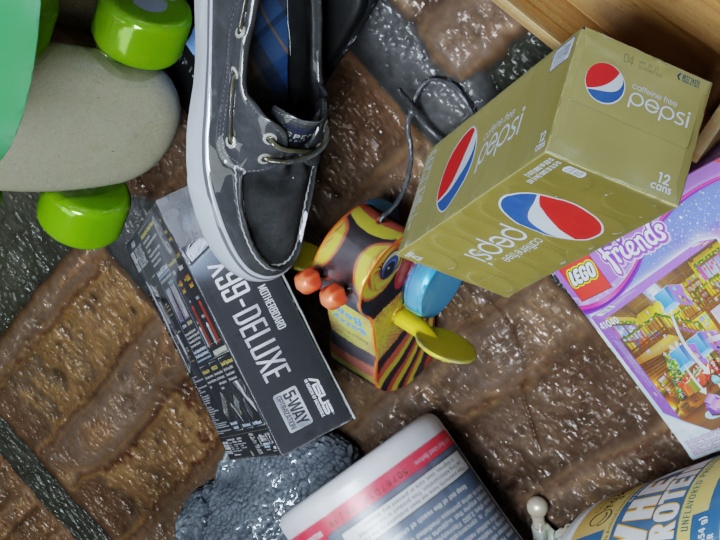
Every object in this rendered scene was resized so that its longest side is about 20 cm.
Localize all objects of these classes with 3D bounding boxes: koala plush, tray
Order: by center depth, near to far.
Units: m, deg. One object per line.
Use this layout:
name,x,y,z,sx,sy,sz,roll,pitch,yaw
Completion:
tray,0.106,-0.150,0.857,0.200,0.037,0.099,40,141,11
koala plush,-0.085,0.209,1.215,0.177,0.200,0.184,33,139,21

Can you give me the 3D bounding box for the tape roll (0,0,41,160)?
tape roll,-0.207,-0.149,0.898,0.200,0.048,0.201,7,97,63

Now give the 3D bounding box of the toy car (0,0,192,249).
toy car,-0.204,-0.138,1.100,0.200,0.157,0.165,62,139,41

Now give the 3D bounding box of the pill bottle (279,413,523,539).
pill bottle,0.053,0.199,1.119,0.200,0.119,0.120,54,143,5

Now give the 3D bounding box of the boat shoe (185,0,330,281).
boat shoe,-0.044,-0.087,0.953,0.066,0.070,0.201,19,113,49

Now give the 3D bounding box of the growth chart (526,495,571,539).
growth chart,0.185,0.226,1.110,0.200,0.018,0.145,21,135,32

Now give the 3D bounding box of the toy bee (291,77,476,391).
toy bee,0.000,0.000,1.032,0.131,0.109,0.200,14,130,40

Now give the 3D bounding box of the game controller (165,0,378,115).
game controller,-0.056,-0.137,1.026,0.104,0.042,0.200,45,142,6

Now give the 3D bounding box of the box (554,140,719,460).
box,0.195,0.005,0.895,0.137,0.039,0.200,53,143,-5

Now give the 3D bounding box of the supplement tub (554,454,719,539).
supplement tub,0.186,0.173,0.955,0.145,0.145,0.200,53,140,-4

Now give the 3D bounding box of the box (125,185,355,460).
box,-0.078,0.033,1.102,0.158,0.050,0.200,64,166,1

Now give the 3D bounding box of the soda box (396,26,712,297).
soda box,0.086,-0.045,0.883,0.068,0.064,0.200,21,163,-12
